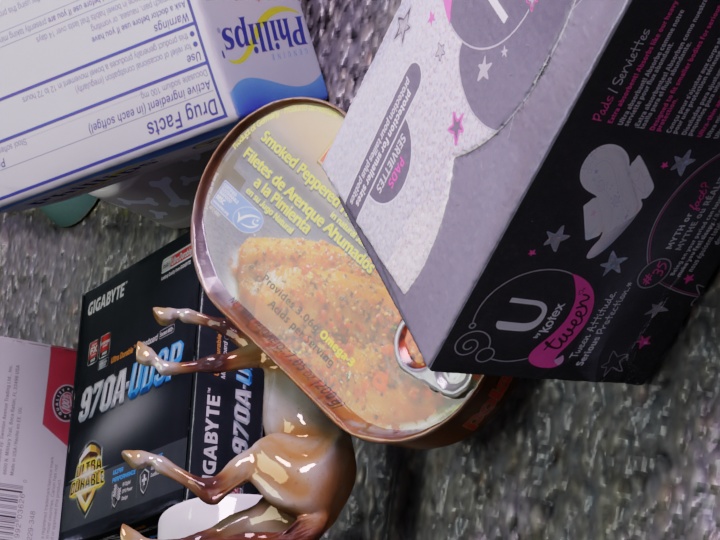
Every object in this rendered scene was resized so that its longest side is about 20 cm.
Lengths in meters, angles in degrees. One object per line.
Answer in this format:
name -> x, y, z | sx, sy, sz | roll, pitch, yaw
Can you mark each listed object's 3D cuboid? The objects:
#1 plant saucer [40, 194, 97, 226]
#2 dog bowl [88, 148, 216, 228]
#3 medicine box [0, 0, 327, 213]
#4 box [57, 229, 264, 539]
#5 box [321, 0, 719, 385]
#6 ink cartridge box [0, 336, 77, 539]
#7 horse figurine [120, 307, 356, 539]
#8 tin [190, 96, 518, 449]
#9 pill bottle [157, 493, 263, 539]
plant saucer -> -0.199, -0.132, 1.749 | 0.200, 0.036, 0.201 | -39, 46, 55
dog bowl -> -0.122, -0.128, 1.525 | 0.200, 0.058, 0.202 | -17, 70, 56
medicine box -> -0.141, -0.153, 1.392 | 0.181, 0.103, 0.201 | -17, 91, 31
box -> -0.112, 0.072, 1.465 | 0.200, 0.046, 0.160 | -25, 58, 61
box -> 0.085, -0.073, 1.008 | 0.201, 0.114, 0.132 | -61, 39, 31
ink cartridge box -> -0.264, 0.110, 1.589 | 0.085, 0.199, 0.149 | -11, 70, 63
horse figurine -> -0.045, 0.073, 1.221 | 0.050, 0.131, 0.201 | 84, -171, -51
tin -> 0.000, 0.000, 1.183 | 0.200, 0.042, 0.112 | 43, 108, 36
pill bottle -> -0.059, 0.213, 1.220 | 0.109, 0.109, 0.201 | -40, 45, 53
